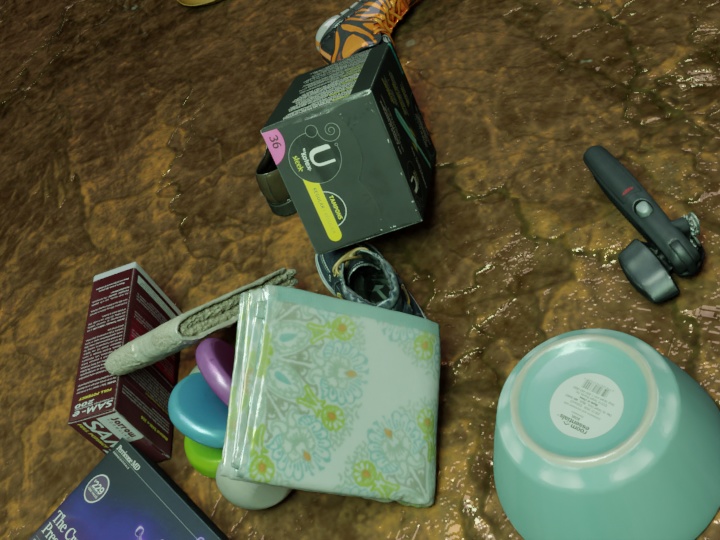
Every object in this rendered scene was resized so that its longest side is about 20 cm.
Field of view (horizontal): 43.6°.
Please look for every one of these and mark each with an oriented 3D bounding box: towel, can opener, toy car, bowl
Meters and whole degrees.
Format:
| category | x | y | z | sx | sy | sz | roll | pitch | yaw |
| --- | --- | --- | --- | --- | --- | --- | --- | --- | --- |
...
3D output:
| category | x | y | z | sx | sy | sz | roll | pitch | yaw |
| --- | --- | --- | --- | --- | --- | --- | --- | --- | --- |
| towel | -0.159 | 0.054 | 0.941 | 0.132 | 0.035 | 0.200 | -27 | 0 | 38 |
| can opener | 0.266 | -0.059 | 0.869 | 0.078 | 0.063 | 0.201 | -26 | 46 | 8 |
| toy car | -0.098 | 0.113 | 0.870 | 0.199 | 0.150 | 0.175 | -34 | 45 | 0 |
| bowl | 0.190 | 0.127 | 0.730 | 0.199 | 0.105 | 0.202 | -16 | 47 | 18 |
| towel | -0.020 | 0.111 | 0.798 | 0.048 | 0.199 | 0.173 | 148 | 131 | -62 |

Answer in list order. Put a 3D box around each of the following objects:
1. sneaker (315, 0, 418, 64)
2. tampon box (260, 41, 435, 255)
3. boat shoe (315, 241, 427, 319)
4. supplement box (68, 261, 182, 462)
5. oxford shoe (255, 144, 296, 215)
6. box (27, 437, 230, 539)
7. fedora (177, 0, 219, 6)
| category | x | y | z | sx | sy | sz | roll | pitch | yaw |
| --- | --- | --- | --- | --- | --- | --- | --- | --- | --- |
| sneaker | 0.039 | -0.337 | 1.229 | 0.200 | 0.078 | 0.112 | -41 | 49 | 8 |
| tampon box | -0.006 | -0.139 | 0.985 | 0.125 | 0.151 | 0.200 | -17 | 23 | 17 |
| boat shoe | 0.000 | 0.000 | 0.950 | 0.071 | 0.091 | 0.200 | -39 | 45 | -5 |
| supplement box | -0.254 | 0.103 | 0.995 | 0.060 | 0.109 | 0.201 | -18 | 46 | 14 |
| oxford shoe | -0.069 | -0.172 | 1.137 | 0.072 | 0.085 | 0.201 | 4 | 55 | 34 |
| box | -0.207 | 0.275 | 0.851 | 0.141 | 0.079 | 0.199 | -46 | 46 | -16 |
| fedora | -0.257 | -0.543 | 1.547 | 0.199 | 0.082 | 0.202 | -16 | 48 | 18 |
